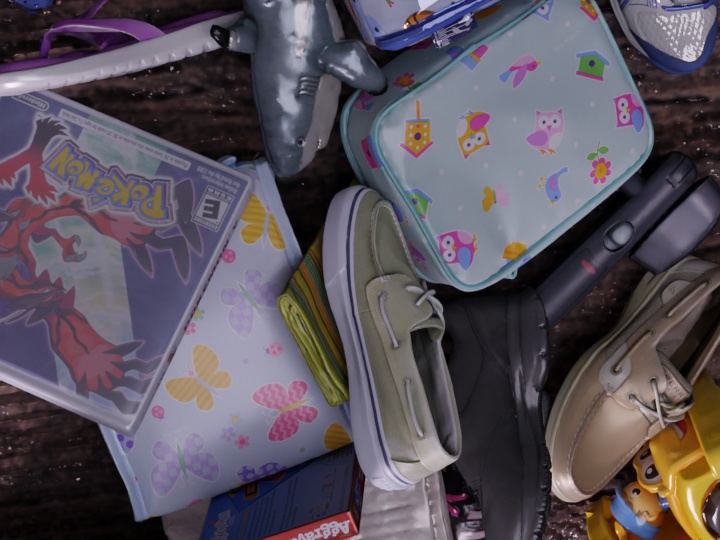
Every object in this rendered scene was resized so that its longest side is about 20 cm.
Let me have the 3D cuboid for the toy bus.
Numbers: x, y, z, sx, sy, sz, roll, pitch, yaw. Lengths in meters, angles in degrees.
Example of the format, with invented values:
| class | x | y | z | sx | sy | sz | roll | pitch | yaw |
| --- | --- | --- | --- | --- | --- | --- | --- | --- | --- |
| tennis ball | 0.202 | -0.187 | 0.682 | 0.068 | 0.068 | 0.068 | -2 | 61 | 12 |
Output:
| class | x | y | z | sx | sy | sz | roll | pitch | yaw |
| --- | --- | --- | --- | --- | --- | --- | --- | --- | --- |
| toy bus | 0.226 | 0.198 | 1.786 | 0.192 | 0.136 | 0.200 | -25 | 116 | 10 |

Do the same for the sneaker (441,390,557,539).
| class | x | y | z | sx | sy | sz | roll | pitch | yaw |
| --- | --- | --- | --- | --- | --- | --- | --- | --- | --- |
| sneaker | 0.069 | 0.153 | 1.745 | 0.200 | 0.074 | 0.087 | -50 | 131 | -1 |

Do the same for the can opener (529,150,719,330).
| class | x | y | z | sx | sy | sz | roll | pitch | yaw |
| --- | --- | --- | --- | --- | --- | --- | --- | --- | --- |
| can opener | 0.161 | -0.006 | 1.731 | 0.200 | 0.063 | 0.079 | -41 | 85 | 4 |

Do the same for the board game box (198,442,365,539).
| class | x | y | z | sx | sy | sz | roll | pitch | yaw |
| --- | --- | --- | --- | --- | --- | --- | --- | --- | --- |
| board game box | -0.047 | 0.144 | 1.600 | 0.103 | 0.200 | 0.019 | -18 | 102 | 6 |

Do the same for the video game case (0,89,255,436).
| class | x | y | z | sx | sy | sz | roll | pitch | yaw |
| --- | --- | --- | --- | --- | --- | --- | --- | --- | --- |
| video game case | -0.193 | -0.016 | 1.579 | 0.200 | 0.023 | 0.182 | 23 | 76 | 8 |

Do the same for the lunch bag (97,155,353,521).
| class | x | y | z | sx | sy | sz | roll | pitch | yaw |
| --- | --- | --- | --- | --- | --- | --- | --- | --- | --- |
| lunch bag | -0.106 | 0.038 | 1.643 | 0.170 | 0.127 | 0.200 | -22 | 102 | -5 |

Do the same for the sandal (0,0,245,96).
| class | x | y | z | sx | sy | sz | roll | pitch | yaw |
| --- | --- | --- | --- | --- | --- | --- | --- | --- | --- |
| sandal | -0.158 | -0.148 | 1.587 | 0.203 | 0.082 | 0.050 | -17 | 95 | -37 |

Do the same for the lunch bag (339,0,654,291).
| class | x | y | z | sx | sy | sz | roll | pitch | yaw |
| --- | --- | --- | --- | --- | --- | --- | --- | --- | --- |
| lunch bag | 0.090 | -0.086 | 1.663 | 0.200 | 0.077 | 0.160 | -36 | 114 | -17 |

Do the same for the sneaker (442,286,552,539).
| class | x | y | z | sx | sy | sz | roll | pitch | yaw |
| --- | --- | --- | --- | --- | --- | --- | --- | --- | --- |
| sneaker | 0.084 | 0.111 | 1.676 | 0.091 | 0.076 | 0.200 | -1 | 72 | 2 |

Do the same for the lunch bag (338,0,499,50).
| class | x | y | z | sx | sy | sz | roll | pitch | yaw |
| --- | --- | --- | --- | --- | --- | --- | --- | --- | --- |
| lunch bag | 0.063 | -0.201 | 1.572 | 0.160 | 0.200 | 0.076 | -27 | 103 | -4 |

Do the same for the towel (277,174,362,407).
| class | x | y | z | sx | sy | sz | roll | pitch | yaw |
| --- | --- | --- | --- | --- | --- | --- | --- | --- | --- |
| towel | 0.000 | 0.000 | 1.635 | 0.018 | 0.200 | 0.086 | -14 | 115 | 28 |

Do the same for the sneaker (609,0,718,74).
| class | x | y | z | sx | sy | sz | roll | pitch | yaw |
| --- | --- | --- | --- | --- | --- | --- | --- | --- | --- |
| sneaker | 0.206 | -0.220 | 1.664 | 0.075 | 0.088 | 0.200 | -16 | 112 | -11 |

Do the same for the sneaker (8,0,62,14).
| class | x | y | z | sx | sy | sz | roll | pitch | yaw |
| --- | --- | --- | --- | --- | --- | --- | --- | --- | --- |
| sneaker | -0.191 | -0.202 | 1.584 | 0.200 | 0.075 | 0.078 | 2 | 116 | -7 |

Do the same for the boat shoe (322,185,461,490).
| class | x | y | z | sx | sy | sz | roll | pitch | yaw |
| --- | --- | --- | --- | --- | --- | --- | --- | --- | --- |
| boat shoe | 0.025 | 0.038 | 1.578 | 0.062 | 0.072 | 0.200 | -19 | 71 | 28 |

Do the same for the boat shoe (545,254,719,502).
| class | x | y | z | sx | sy | sz | roll | pitch | yaw |
| --- | --- | --- | --- | --- | --- | --- | --- | --- | --- |
| boat shoe | 0.198 | 0.076 | 1.735 | 0.072 | 0.065 | 0.200 | 47 | 71 | -36 |

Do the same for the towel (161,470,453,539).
| class | x | y | z | sx | sy | sz | roll | pitch | yaw |
| --- | --- | --- | --- | --- | --- | --- | --- | --- | --- |
| towel | -0.037 | 0.174 | 1.713 | 0.200 | 0.034 | 0.133 | -9 | 85 | 7 |

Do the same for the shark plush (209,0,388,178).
| class | x | y | z | sx | sy | sz | roll | pitch | yaw |
| --- | --- | --- | --- | --- | --- | --- | --- | --- | --- |
| shark plush | -0.056 | -0.157 | 1.571 | 0.083 | 0.091 | 0.200 | -37 | 132 | -19 |
